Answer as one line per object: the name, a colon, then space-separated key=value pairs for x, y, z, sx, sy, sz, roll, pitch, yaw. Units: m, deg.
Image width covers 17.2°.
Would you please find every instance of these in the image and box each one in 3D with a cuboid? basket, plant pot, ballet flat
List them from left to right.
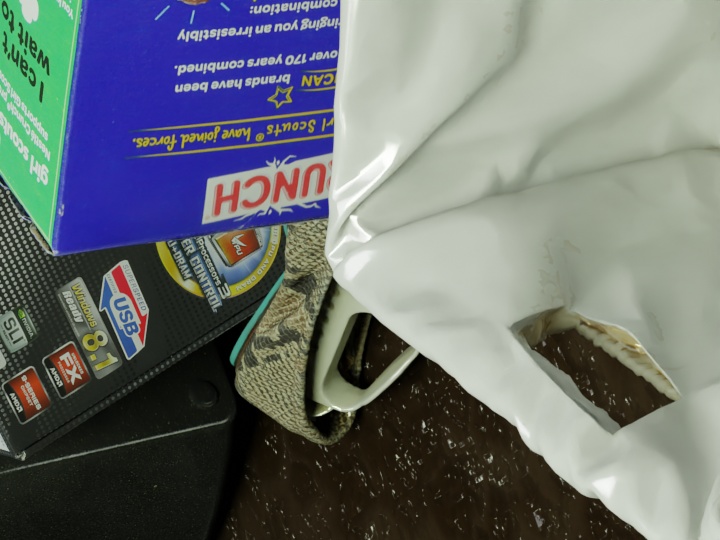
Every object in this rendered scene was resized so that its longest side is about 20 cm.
plant pot: x=-0.168 y=0.056 z=1.093 sx=0.177 sy=0.199 sz=0.201 roll=-47 pitch=59 yaw=51
ballet flat: x=0.000 y=0.000 z=0.932 sx=0.075 sy=0.068 sz=0.201 roll=40 pitch=142 yaw=17
basket: x=0.107 y=-0.058 z=0.623 sx=0.198 sy=0.160 sz=0.202 roll=38 pitch=130 yaw=48

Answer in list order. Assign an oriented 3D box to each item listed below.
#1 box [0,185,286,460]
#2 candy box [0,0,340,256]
box: x=-0.125 y=-0.050 z=0.965 sx=0.044 sy=0.160 sz=0.201 roll=4 pitch=122 yaw=59
candy box: x=-0.025 y=-0.113 z=0.750 sx=0.077 sy=0.168 sz=0.201 roll=51 pitch=139 yaw=43
